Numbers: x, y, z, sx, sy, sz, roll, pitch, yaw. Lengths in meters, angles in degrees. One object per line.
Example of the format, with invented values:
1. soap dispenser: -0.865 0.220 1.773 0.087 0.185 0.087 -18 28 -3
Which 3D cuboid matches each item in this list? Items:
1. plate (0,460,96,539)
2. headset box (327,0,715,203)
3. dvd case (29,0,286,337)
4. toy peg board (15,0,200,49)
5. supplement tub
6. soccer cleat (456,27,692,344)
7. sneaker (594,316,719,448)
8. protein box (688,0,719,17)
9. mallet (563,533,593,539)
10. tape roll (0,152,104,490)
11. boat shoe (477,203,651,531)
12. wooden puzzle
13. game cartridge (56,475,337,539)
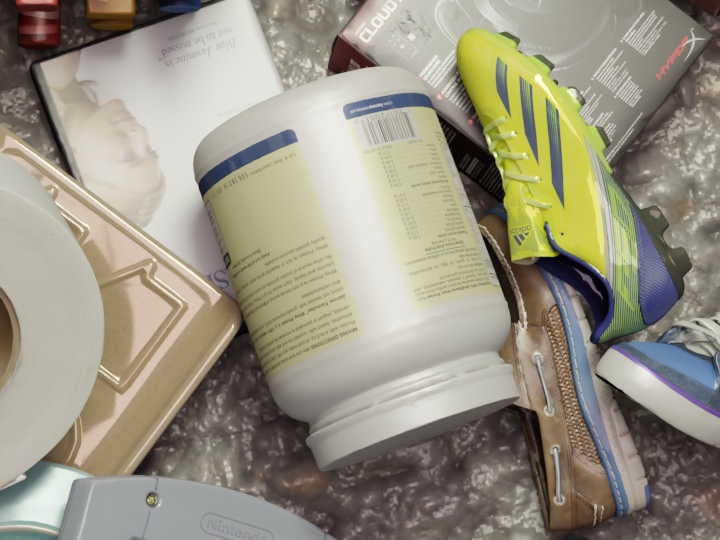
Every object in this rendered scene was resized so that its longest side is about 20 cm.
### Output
1. plate: -0.194 0.207 1.359 0.200 0.026 0.201 -1 99 -6
2. headset box: 0.088 -0.140 1.463 0.200 0.077 0.149 37 78 2
3. dvd case: -0.100 -0.056 1.454 0.142 0.018 0.200 -20 83 -10
4. toy peg board: -0.163 -0.175 1.382 0.199 0.200 0.098 0 87 -7
5. supplement tub: 0.000 0.000 1.371 0.145 0.145 0.200 -18 82 -10
6. soccer cleat: 0.107 -0.049 1.379 0.084 0.065 0.200 -35 87 -5
7. sneaker: 0.238 0.032 1.403 0.200 0.081 0.147 22 97 -35
8. protein box: 0.191 -0.301 1.441 0.200 0.135 0.199 33 52 0
9. mallet: 0.188 0.237 1.425 0.200 0.041 0.066 37 78 -3
10. tape roll: -0.242 0.029 1.294 0.202 0.071 0.203 -9 118 -18
11. boat shoe: 0.103 0.059 1.428 0.072 0.072 0.200 -22 82 -9
12. wooden puzzle: -0.196 0.041 1.404 0.200 0.046 0.185 36 86 6
13. game cartridge: -0.088 0.190 1.359 0.200 0.041 0.134 22 71 -32
